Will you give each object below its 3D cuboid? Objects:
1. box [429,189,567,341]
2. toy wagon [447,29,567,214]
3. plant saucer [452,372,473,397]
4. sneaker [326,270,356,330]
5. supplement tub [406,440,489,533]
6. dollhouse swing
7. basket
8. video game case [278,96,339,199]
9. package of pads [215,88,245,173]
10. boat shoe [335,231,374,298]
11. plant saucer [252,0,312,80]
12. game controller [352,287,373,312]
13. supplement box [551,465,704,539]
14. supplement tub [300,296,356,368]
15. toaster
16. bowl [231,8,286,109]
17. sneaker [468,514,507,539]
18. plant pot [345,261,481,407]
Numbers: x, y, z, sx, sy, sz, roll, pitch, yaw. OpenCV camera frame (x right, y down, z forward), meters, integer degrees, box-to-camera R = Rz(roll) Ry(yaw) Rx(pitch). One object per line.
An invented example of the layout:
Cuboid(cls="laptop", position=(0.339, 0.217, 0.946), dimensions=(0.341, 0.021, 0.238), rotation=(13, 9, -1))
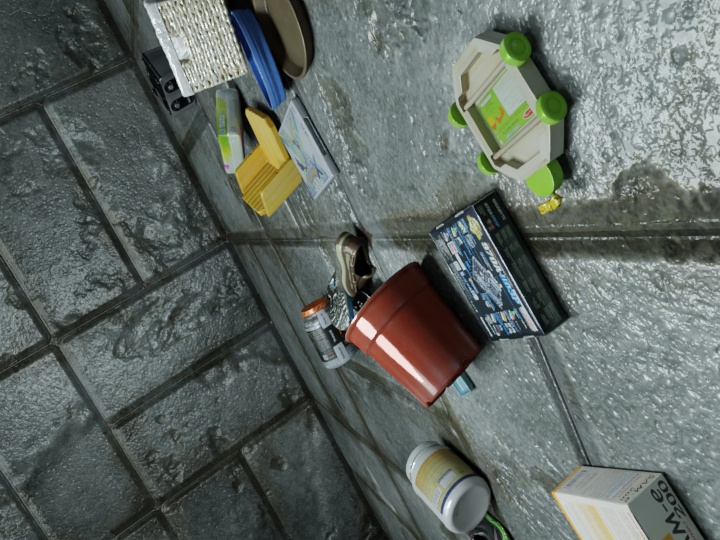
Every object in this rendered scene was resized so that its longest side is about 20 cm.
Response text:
Cuboid(cls="box", position=(0.191, 0.002, 0.844), dimensions=(0.203, 0.045, 0.159), rotation=(60, 163, 1))
Cuboid(cls="toy wagon", position=(0.172, -0.160, 0.653), dimensions=(0.203, 0.039, 0.155), rotation=(59, 163, 3))
Cuboid(cls="plant saucer", position=(0.168, 0.170, 1.221), dimensions=(0.202, 0.019, 0.070), rotation=(56, 162, 12))
Cuboid(cls="sneaker", position=(-0.027, 0.076, 1.462), dimensions=(0.080, 0.088, 0.202), rotation=(-61, 22, 29))
Cuboid(cls="supplement tub", position=(0.215, 0.534, 1.459), dimensions=(0.199, 0.142, 0.147), rotation=(32, 148, 56))
Cuboid(cls="dollhouse swing", position=(-0.271, -0.284, 1.504), dimensions=(0.199, 0.182, 0.176), rotation=(39, 174, 48))
Cuboid(cls="basket", position=(-0.351, -0.521, 1.258), dimensions=(0.202, 0.156, 0.202), rotation=(-111, 4, -50))
Cuboid(cls="video game case", position=(-0.123, -0.271, 1.326), dimensions=(0.186, 0.022, 0.200), rotation=(61, 163, -1))
Cuboid(cls="package of pads", position=(-0.364, -0.393, 1.643), dimensions=(0.201, 0.066, 0.159), rotation=(109, 156, -69))
Cuboid(cls="boat shoe", position=(-0.004, 0.004, 1.353), dimensions=(0.074, 0.075, 0.205), rotation=(24, 151, 33))
Cuboid(cls="plant saucer", position=(-0.143, -0.457, 1.077), dimensions=(0.201, 0.029, 0.202), rotation=(52, 162, 25))
Cuboid(cls="game controller", position=(0.061, 0.124, 1.352), dimensions=(0.199, 0.042, 0.105), rotation=(43, 161, 9))
Cuboid(cls="supplement box", position=(0.380, 0.360, 0.836), dimensions=(0.128, 0.072, 0.200), rotation=(58, 163, 6))
Cuboid(cls="supplement tub", position=(-0.103, 0.195, 1.845), dimensions=(0.204, 0.121, 0.122), rotation=(63, 162, -11))
Cuboid(cls="toaster", position=(-0.686, -0.683, 2.084), dimensions=(0.201, 0.117, 0.183), rotation=(50, 159, 27))
Cuboid(cls="bowl", position=(-0.209, -0.440, 1.209), dimensions=(0.201, 0.039, 0.205), rotation=(91, 154, -76))
Cuboid(cls="sneaker", position=(0.306, 0.668, 1.514), dimensions=(0.078, 0.083, 0.199), rotation=(65, 162, -16))
Cuboid(cls="plant pot", position=(0.106, 0.126, 1.069), dimensions=(0.195, 0.200, 0.202), rotation=(44, 159, 17))
